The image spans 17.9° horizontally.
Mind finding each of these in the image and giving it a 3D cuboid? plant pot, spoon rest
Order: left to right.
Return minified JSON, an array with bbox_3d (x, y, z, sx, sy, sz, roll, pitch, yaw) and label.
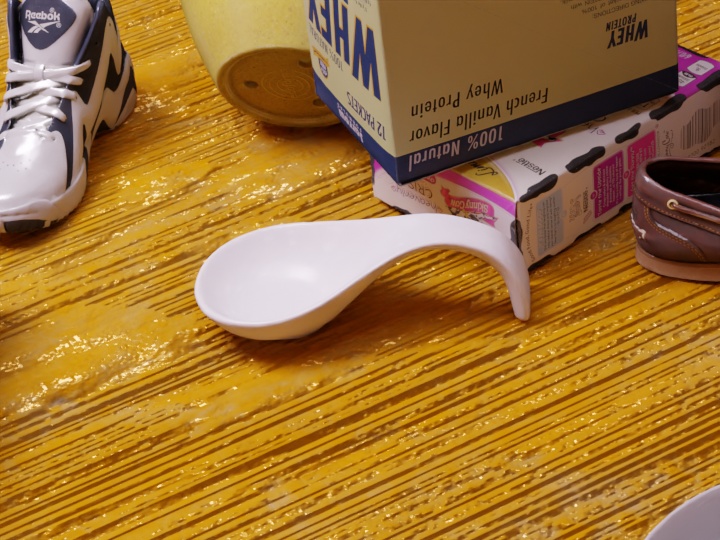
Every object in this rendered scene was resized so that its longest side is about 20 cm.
[{"bbox_3d":[-0.038,-0.182,1.525,0.199,0.200,0.142,1,62,10],"label":"plant pot"},{"bbox_3d":[0.000,0.000,1.355,0.199,0.061,0.099,-3,36,4],"label":"spoon rest"}]

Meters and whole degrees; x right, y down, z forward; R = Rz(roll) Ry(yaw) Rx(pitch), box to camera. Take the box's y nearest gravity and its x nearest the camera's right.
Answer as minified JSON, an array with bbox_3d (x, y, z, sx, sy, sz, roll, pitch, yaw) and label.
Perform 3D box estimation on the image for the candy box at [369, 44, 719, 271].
[{"bbox_3d":[0.122,-0.088,1.455,0.200,0.061,0.136,-33,44,-30],"label":"candy box"}]

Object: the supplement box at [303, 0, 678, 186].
[{"bbox_3d":[0.074,-0.192,1.381,0.200,0.200,0.134,-19,36,-16],"label":"supplement box"}]

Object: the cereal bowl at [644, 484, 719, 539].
[{"bbox_3d":[0.218,0.183,1.047,0.199,0.083,0.200,-5,36,4],"label":"cereal bowl"}]

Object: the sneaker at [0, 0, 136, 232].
[{"bbox_3d":[-0.210,-0.124,1.499,0.079,0.130,0.199,9,39,23],"label":"sneaker"}]

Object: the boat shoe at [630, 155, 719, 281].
[{"bbox_3d":[0.259,-0.030,1.346,0.199,0.070,0.070,2,36,10],"label":"boat shoe"}]
